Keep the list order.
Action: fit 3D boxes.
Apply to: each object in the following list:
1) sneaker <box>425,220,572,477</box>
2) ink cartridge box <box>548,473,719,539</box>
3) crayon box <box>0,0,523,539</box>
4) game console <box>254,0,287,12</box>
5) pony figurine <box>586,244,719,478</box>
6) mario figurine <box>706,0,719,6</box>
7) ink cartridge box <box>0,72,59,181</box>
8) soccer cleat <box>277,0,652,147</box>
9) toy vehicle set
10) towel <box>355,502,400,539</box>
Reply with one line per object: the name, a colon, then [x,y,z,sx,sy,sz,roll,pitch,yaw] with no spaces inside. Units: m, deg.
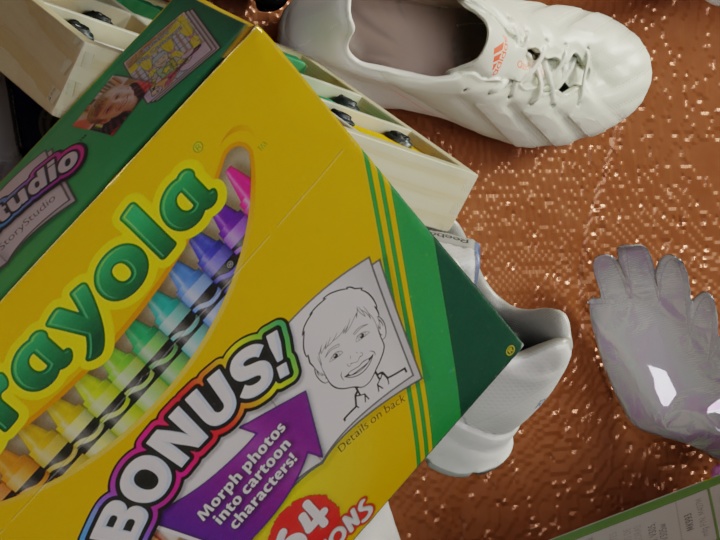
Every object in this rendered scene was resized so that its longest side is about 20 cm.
sneaker: [0.000,0.000,0.749,0.199,0.087,0.075,32,34,-15]
ink cartridge box: [0.094,0.162,0.720,0.199,0.059,0.104,-24,108,12]
crayon box: [-0.065,0.041,0.600,0.200,0.058,0.173,-48,130,-7]
game console: [-0.066,-0.196,0.727,0.031,0.200,0.178,-13,94,2]
pony figurine: [0.212,0.073,0.873,0.199,0.166,0.194,-14,99,-42]
mario figurine: [0.207,-0.198,0.903,0.199,0.106,0.124,7,116,-18]
ink cartridge box: [-0.189,-0.116,0.697,0.199,0.041,0.201,-1,62,-28]
soccer cleat: [0.058,-0.097,0.837,0.199,0.077,0.070,3,83,-26]
toy vehicle set: [-0.061,-0.071,0.682,0.199,0.124,0.027,14,108,-46]
towel: [-0.008,0.148,0.754,0.153,0.023,0.201,-42,116,-60]
